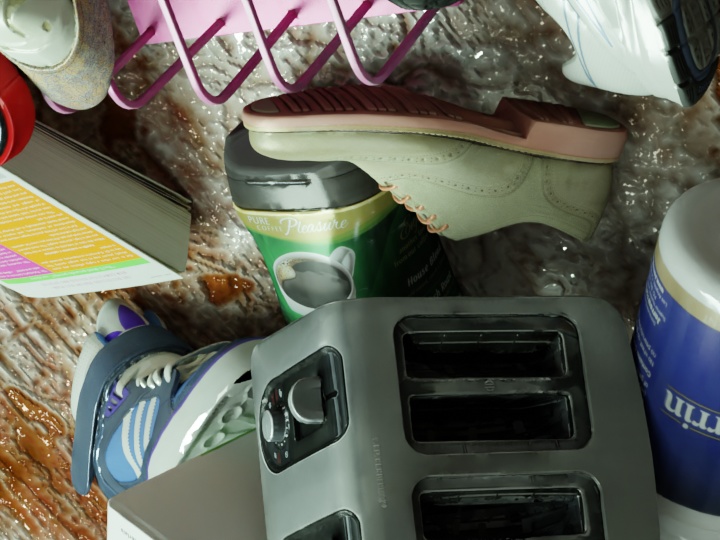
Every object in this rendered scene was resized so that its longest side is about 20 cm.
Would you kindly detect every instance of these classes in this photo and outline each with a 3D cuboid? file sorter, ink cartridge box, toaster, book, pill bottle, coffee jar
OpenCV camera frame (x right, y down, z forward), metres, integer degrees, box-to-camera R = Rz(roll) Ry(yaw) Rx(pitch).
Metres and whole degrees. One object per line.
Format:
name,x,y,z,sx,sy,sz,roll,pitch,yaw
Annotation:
file sorter,-0.074,-0.164,1.314,0.199,0.126,0.139,-4,120,30
ink cartridge box,-0.062,0.197,1.422,0.084,0.145,0.201,31,131,36
toaster,0.053,0.113,1.312,0.199,0.182,0.119,1,164,-21
book,-0.210,-0.040,1.452,0.133,0.048,0.200,-13,151,36
pill bottle,0.192,0.061,1.334,0.115,0.116,0.201,21,129,14
coffee jar,0.000,0.000,1.413,0.104,0.085,0.201,1,122,35

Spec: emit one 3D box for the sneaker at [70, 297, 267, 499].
sneaker,-0.114,0.061,1.488,0.147,0.080,0.200,58,145,26

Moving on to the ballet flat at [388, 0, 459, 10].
ballet flat,0.045,-0.222,1.233,0.066,0.057,0.201,25,105,36

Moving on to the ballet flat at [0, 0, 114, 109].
ballet flat,-0.166,-0.155,1.241,0.068,0.067,0.201,6,124,24

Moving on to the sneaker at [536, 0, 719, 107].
sneaker,0.109,-0.166,1.254,0.087,0.075,0.201,0,120,35

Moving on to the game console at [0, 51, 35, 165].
game console,-0.277,-0.111,1.322,0.177,0.031,0.200,-26,108,35

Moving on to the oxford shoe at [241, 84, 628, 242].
oxford shoe,0.036,-0.050,1.312,0.199,0.071,0.074,6,106,-11
